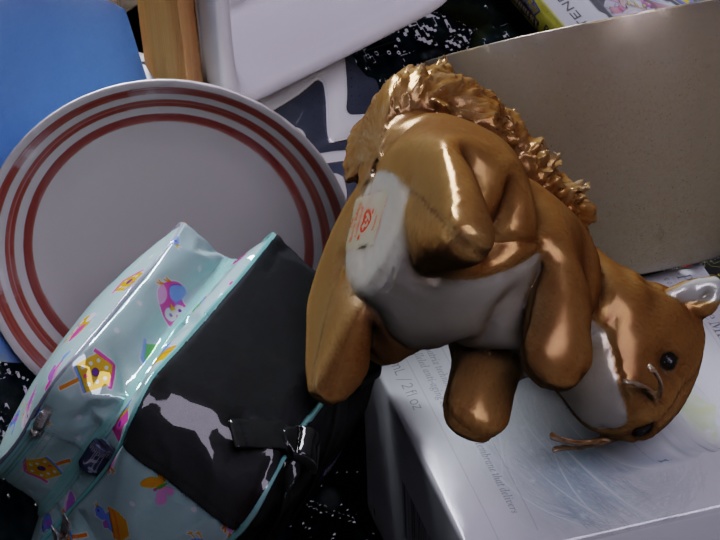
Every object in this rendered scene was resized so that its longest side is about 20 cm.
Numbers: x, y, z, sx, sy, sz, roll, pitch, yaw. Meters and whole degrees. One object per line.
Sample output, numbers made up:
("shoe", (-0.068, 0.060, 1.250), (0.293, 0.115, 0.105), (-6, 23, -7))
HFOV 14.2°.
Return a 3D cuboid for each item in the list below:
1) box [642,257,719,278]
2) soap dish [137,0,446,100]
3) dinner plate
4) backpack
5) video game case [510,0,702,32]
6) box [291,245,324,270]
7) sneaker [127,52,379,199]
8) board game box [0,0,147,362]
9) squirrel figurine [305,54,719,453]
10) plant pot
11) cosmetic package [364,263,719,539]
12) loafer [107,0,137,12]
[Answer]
("box", (0.155, 0.002, 1.665), (0.199, 0.049, 0.161), (6, 62, -16))
("soap dish", (-0.041, -0.189, 1.562), (0.081, 0.158, 0.200), (20, 37, 40))
("dinner plate", (-0.101, -0.010, 1.522), (0.199, 0.201, 0.024), (18, 24, -11))
("backpack", (-0.096, 0.090, 1.451), (0.153, 0.200, 0.176), (30, 43, 3))
("video game case", (0.180, -0.189, 1.752), (0.199, 0.026, 0.181), (-26, 65, -29))
("box", (0.000, 0.000, 1.548), (0.199, 0.039, 0.041), (1, 24, 21))
("sneaker", (-0.064, -0.096, 1.622), (0.198, 0.080, 0.130), (23, 45, 9))
("board game box", (-0.181, -0.051, 1.543), (0.157, 0.039, 0.201), (-28, 116, -24))
("squirrel figurine", (0.082, -0.006, 1.399), (0.186, 0.142, 0.201), (20, 38, -23))
("plant pot", (0.140, -0.065, 1.569), (0.199, 0.200, 0.135), (-11, 90, -23))
("cosmetic package", (0.122, 0.113, 1.490), (0.199, 0.124, 0.200), (-11, 35, -13))
("loafer", (-0.152, -0.168, 1.592), (0.200, 0.069, 0.070), (-44, 122, -44))
